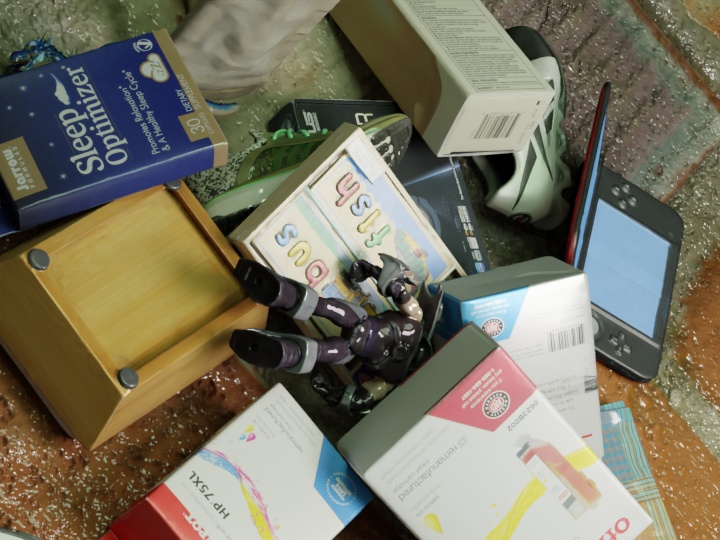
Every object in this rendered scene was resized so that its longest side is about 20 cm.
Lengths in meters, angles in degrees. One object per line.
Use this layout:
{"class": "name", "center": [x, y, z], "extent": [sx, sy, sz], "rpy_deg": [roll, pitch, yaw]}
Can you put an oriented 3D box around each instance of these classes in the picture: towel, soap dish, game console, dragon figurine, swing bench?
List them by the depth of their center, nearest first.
{"class": "soap dish", "center": [-0.173, 0.020, 1.539], "extent": [0.200, 0.081, 0.157], "rpy_deg": [-34, 87, -43]}
{"class": "dragon figurine", "center": [-0.186, -0.149, 1.626], "extent": [0.200, 0.059, 0.100], "rpy_deg": [-15, 85, -26]}
{"class": "swing bench", "center": [-0.073, -0.260, 1.688], "extent": [0.130, 0.199, 0.200], "rpy_deg": [21, 55, -24]}
{"class": "towel", "center": [0.205, 0.210, 1.735], "extent": [0.146, 0.022, 0.200], "rpy_deg": [-8, 70, -37]}
{"class": "game console", "center": [0.237, -0.032, 1.830], "extent": [0.172, 0.119, 0.200], "rpy_deg": [30, 52, -17]}

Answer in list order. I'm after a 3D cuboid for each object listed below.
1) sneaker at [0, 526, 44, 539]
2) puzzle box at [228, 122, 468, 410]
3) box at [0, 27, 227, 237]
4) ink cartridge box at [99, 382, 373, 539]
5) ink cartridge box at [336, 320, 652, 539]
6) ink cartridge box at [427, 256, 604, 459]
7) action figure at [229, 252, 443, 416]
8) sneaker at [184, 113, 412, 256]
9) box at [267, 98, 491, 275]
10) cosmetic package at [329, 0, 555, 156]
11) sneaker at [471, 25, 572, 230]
{"class": "sneaker", "center": [-0.217, 0.255, 1.379], "extent": [0.200, 0.076, 0.115], "rpy_deg": [33, 49, -19]}
{"class": "puzzle box", "center": [0.000, 0.000, 1.622], "extent": [0.133, 0.025, 0.200], "rpy_deg": [-46, 121, -13]}
{"class": "box", "center": [-0.213, -0.102, 1.534], "extent": [0.200, 0.032, 0.121], "rpy_deg": [-20, 61, -17]}
{"class": "ink cartridge box", "center": [-0.097, 0.188, 1.506], "extent": [0.116, 0.067, 0.200], "rpy_deg": [50, 49, -1]}
{"class": "ink cartridge box", "center": [0.104, 0.164, 1.580], "extent": [0.145, 0.083, 0.200], "rpy_deg": [-43, 109, -3]}
{"class": "ink cartridge box", "center": [0.127, 0.101, 1.660], "extent": [0.116, 0.068, 0.200], "rpy_deg": [-13, 107, -20]}
{"class": "action figure", "center": [-0.011, 0.046, 1.573], "extent": [0.200, 0.069, 0.130], "rpy_deg": [16, 89, -46]}
{"class": "sneaker", "center": [-0.055, -0.091, 1.655], "extent": [0.200, 0.077, 0.089], "rpy_deg": [-25, 62, -11]}
{"class": "box", "center": [0.020, -0.046, 1.736], "extent": [0.160, 0.044, 0.200], "rpy_deg": [0, 65, -35]}
{"class": "cosmetic package", "center": [0.067, -0.191, 1.789], "extent": [0.105, 0.071, 0.200], "rpy_deg": [-5, 47, -37]}
{"class": "sneaker", "center": [0.134, -0.138, 1.847], "extent": [0.088, 0.074, 0.200], "rpy_deg": [12, 58, -32]}
